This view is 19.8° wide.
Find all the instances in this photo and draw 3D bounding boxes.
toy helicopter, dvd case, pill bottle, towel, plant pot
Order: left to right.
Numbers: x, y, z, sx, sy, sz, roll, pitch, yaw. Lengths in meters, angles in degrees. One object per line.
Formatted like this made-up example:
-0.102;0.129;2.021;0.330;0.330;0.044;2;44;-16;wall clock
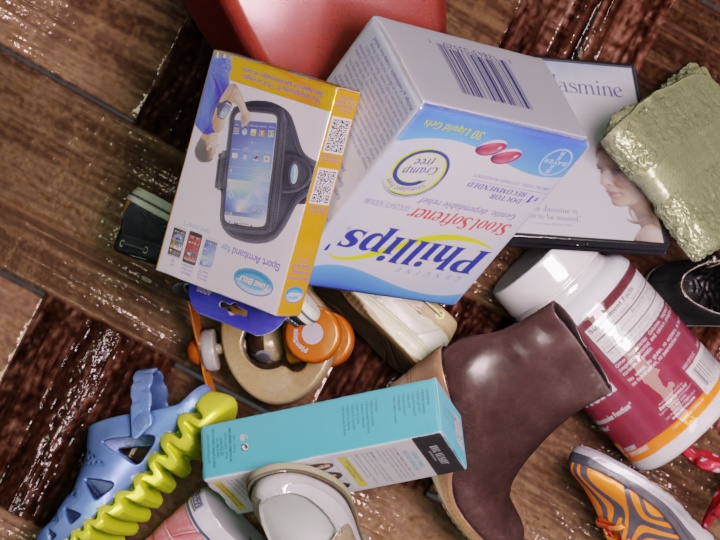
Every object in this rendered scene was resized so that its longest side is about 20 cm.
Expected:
-0.104;0.024;1.714;0.132;0.079;0.201;-35;81;5;toy helicopter
-0.034;-0.219;1.679;0.198;0.200;0.178;-22;102;-11;plant pot
0.179;-0.100;1.741;0.141;0.018;0.201;3;53;-11;dvd case
0.212;0.061;1.744;0.114;0.114;0.200;-43;95;-10;pill bottle
0.286;-0.092;1.752;0.149;0.036;0.200;54;37;2;towel

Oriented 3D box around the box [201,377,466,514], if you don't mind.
-0.021;0.141;1.644;0.198;0.082;0.050;-12;61;13;box

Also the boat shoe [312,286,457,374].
0.000;0.000;1.734;0.200;0.074;0.066;48;68;-8;boat shoe

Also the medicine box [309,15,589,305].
0.044;-0.081;1.623;0.181;0.200;0.103;8;43;-38;medicine box

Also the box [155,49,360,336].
-0.082;-0.056;1.566;0.118;0.041;0.202;19;96;29;box

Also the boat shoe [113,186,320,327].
-0.117;0.001;1.652;0.199;0.075;0.063;29;88;23;boat shoe

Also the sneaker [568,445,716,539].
0.230;0.241;1.744;0.200;0.077;0.112;41;82;-20;sneaker

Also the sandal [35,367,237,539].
-0.194;0.157;1.688;0.087;0.080;0.200;42;81;17;sandal

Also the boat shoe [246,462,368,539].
-0.031;0.225;1.652;0.074;0.200;0.069;-18;49;15;boat shoe

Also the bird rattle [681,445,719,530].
0.376;0.153;1.747;0.198;0.163;0.114;5;70;-29;bird rattle

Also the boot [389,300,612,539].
0.135;0.136;1.701;0.165;0.073;0.201;-25;112;17;boot

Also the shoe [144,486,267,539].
-0.099;0.275;1.702;0.091;0.072;0.200;-38;108;12;shoe

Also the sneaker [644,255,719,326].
0.351;0.017;1.776;0.198;0.106;0.076;-7;89;-11;sneaker
